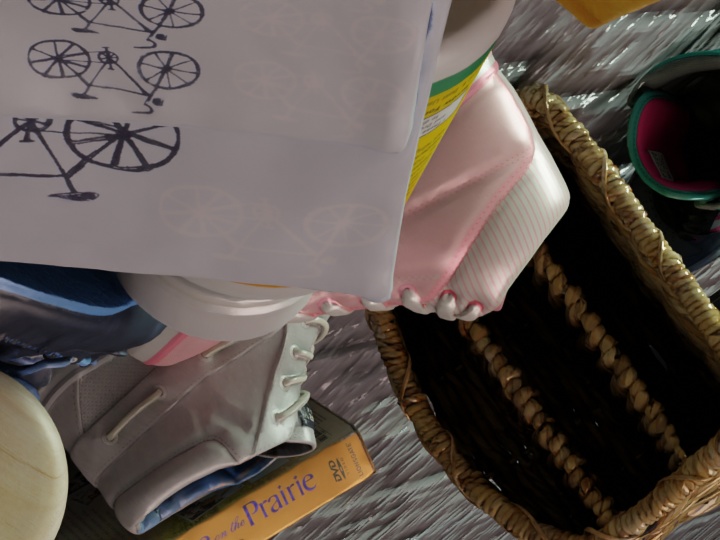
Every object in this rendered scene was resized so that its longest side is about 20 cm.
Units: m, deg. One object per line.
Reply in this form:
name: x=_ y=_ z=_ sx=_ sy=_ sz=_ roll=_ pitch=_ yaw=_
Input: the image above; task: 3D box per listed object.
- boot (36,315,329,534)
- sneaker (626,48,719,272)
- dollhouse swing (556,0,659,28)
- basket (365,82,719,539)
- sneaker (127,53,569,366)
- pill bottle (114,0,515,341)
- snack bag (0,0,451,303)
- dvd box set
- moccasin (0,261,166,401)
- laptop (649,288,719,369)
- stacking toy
boot: x=-0.042 y=0.040 z=1.159 sx=0.200 sy=0.096 sz=0.074 roll=-31 pitch=163 yaw=-13
sneaker: x=0.171 y=-0.053 z=1.337 sx=0.121 sy=0.084 sz=0.200 roll=-16 pitch=154 yaw=-47
dollhouse swing: x=0.129 y=-0.200 z=0.795 sx=0.200 sy=0.182 sz=0.176 roll=-25 pitch=-144 yaw=44
basket: x=0.086 y=0.038 z=1.221 sx=0.143 sy=0.200 sz=0.149 roll=-33 pitch=165 yaw=-2
sneaker: x=0.000 y=0.000 z=1.095 sx=0.200 sy=0.105 sz=0.075 roll=-38 pitch=-168 yaw=3
pill bottle: x=-0.027 y=-0.060 z=0.891 sx=0.113 sy=0.113 sz=0.200 roll=-25 pitch=160 yaw=-30
snack bag: x=-0.073 y=-0.049 z=0.788 sx=0.188 sy=0.021 sz=0.200 roll=5 pitch=147 yaw=-4
dvd box set: x=-0.108 y=0.114 z=1.205 sx=0.200 sy=0.029 sz=0.146 roll=-30 pitch=-157 yaw=-17
moccasin: x=-0.122 y=0.018 z=0.969 sx=0.068 sy=0.080 sz=0.200 roll=-47 pitch=160 yaw=10
laptop: x=0.141 y=0.012 z=1.405 sx=0.177 sy=0.199 sz=0.104 roll=36 pitch=72 yaw=-72
stacking toy: x=-0.180 y=0.083 z=0.969 sx=0.085 sy=0.086 sz=0.200 roll=-27 pitch=-175 yaw=-26
